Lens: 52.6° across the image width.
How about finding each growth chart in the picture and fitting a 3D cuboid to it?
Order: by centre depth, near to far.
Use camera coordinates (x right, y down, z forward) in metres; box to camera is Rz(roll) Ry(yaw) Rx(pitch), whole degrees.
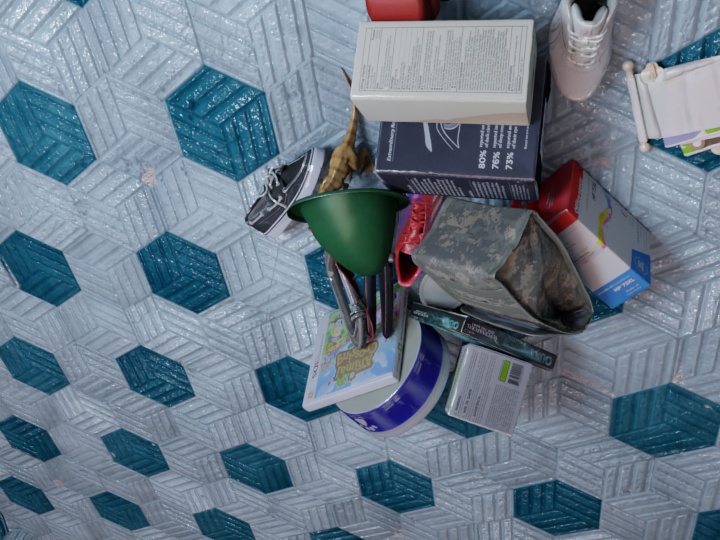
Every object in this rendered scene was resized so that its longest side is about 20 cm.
[{"bbox_3d":[0.422,-0.198,0.870,0.196,0.018,0.146,-4,128,24],"label":"growth chart"}]

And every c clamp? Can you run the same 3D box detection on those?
[{"bbox_3d":[-0.029,0.019,1.140,0.027,0.203,0.171,-15,164,-16],"label":"c clamp"}]

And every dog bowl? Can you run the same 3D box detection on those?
[{"bbox_3d":[0.046,0.163,1.194,0.198,0.203,0.079,-25,129,36],"label":"dog bowl"}]

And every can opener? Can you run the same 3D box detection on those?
[{"bbox_3d":[0.027,0.007,1.111,0.062,0.078,0.204,0,102,31],"label":"can opener"}]

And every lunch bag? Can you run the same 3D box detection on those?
[{"bbox_3d":[0.190,0.011,0.943,0.199,0.119,0.163,40,168,-33],"label":"lunch bag"}]

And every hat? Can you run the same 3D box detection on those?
[{"bbox_3d":[0.000,0.000,0.971,0.164,0.180,0.198,-12,170,39],"label":"hat"}]

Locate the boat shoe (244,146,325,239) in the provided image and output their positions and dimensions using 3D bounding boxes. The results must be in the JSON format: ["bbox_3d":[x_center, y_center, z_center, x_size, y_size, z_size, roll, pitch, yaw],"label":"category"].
[{"bbox_3d":[-0.120,-0.124,1.106,0.067,0.075,0.199,23,145,-20],"label":"boat shoe"}]

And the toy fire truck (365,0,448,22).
[{"bbox_3d":[0.049,-0.336,0.769,0.126,0.202,0.178,6,131,16],"label":"toy fire truck"}]

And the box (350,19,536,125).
[{"bbox_3d":[0.094,-0.221,0.820,0.196,0.097,0.078,7,173,17],"label":"box"}]

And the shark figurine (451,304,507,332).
[{"bbox_3d":[0.231,0.046,1.109,0.127,0.090,0.214,35,134,-13],"label":"shark figurine"}]

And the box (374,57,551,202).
[{"bbox_3d":[0.127,-0.173,0.899,0.196,0.151,0.104,6,174,18],"label":"box"}]

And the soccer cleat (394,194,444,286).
[{"bbox_3d":[0.082,-0.066,1.076,0.067,0.074,0.203,13,133,10],"label":"soccer cleat"}]

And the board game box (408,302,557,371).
[{"bbox_3d":[0.188,0.101,1.118,0.198,0.029,0.135,24,174,-30],"label":"board game box"}]

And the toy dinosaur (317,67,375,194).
[{"bbox_3d":[-0.019,-0.165,1.028,0.060,0.106,0.204,20,91,22],"label":"toy dinosaur"}]

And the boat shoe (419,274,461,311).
[{"bbox_3d":[0.148,-0.013,1.106,0.073,0.061,0.202,27,137,6],"label":"boat shoe"}]

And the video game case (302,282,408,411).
[{"bbox_3d":[-0.008,0.125,1.202,0.198,0.185,0.022,-25,131,36],"label":"video game case"}]

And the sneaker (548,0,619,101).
[{"bbox_3d":[0.248,-0.274,0.814,0.076,0.100,0.203,7,131,15],"label":"sneaker"}]

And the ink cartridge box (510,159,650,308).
[{"bbox_3d":[0.295,-0.061,0.969,0.199,0.117,0.067,38,132,-14],"label":"ink cartridge box"}]

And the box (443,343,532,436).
[{"bbox_3d":[0.196,0.186,1.156,0.099,0.115,0.200,17,175,6],"label":"box"}]
